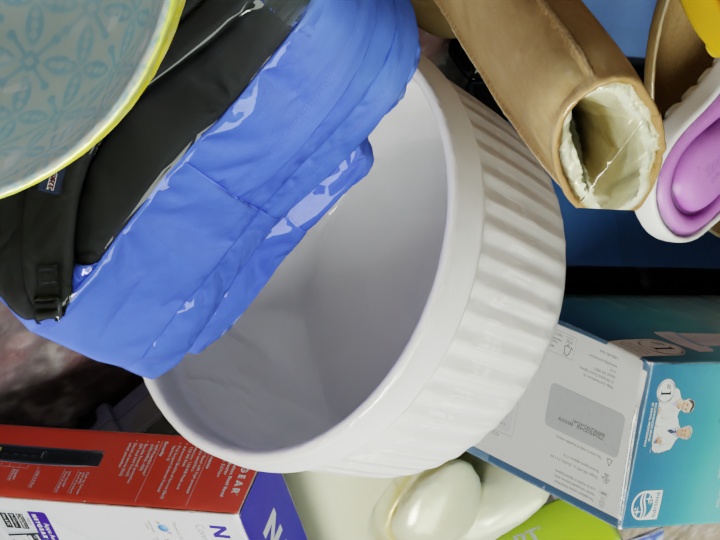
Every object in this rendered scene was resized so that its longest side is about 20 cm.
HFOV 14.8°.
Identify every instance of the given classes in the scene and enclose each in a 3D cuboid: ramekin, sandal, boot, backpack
[{"bbox_3d":[0.000,0.000,1.246,0.105,0.201,0.200,21,122,-45],"label":"ramekin"},{"bbox_3d":[0.208,-0.088,1.321,0.203,0.050,0.083,-51,130,-14],"label":"sandal"},{"bbox_3d":[0.065,-0.098,1.193,0.066,0.200,0.175,-33,148,1],"label":"boot"},{"bbox_3d":[-0.076,-0.079,1.151,0.200,0.162,0.168,-52,150,9],"label":"backpack"}]

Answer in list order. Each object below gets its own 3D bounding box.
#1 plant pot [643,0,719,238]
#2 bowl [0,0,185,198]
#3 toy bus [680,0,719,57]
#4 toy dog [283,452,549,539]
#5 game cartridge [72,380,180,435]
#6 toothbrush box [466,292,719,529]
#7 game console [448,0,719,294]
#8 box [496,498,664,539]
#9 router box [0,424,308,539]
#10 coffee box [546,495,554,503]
[{"bbox_3d":[0.208,-0.112,1.364,0.199,0.027,0.201,-14,114,-35],"label":"plant pot"},{"bbox_3d":[-0.146,-0.127,1.033,0.200,0.200,0.108,-40,177,14],"label":"bowl"},{"bbox_3d":[0.194,-0.147,1.184,0.199,0.193,0.136,3,154,32],"label":"toy bus"},{"bbox_3d":[-0.028,0.066,1.414,0.193,0.140,0.200,-36,137,6],"label":"toy dog"},{"bbox_3d":[-0.146,0.138,1.496,0.200,0.038,0.129,-40,143,14],"label":"game cartridge"},{"bbox_3d":[0.160,0.061,1.366,0.199,0.146,0.086,-1,106,-39],"label":"toothbrush box"},{"bbox_3d":[0.154,-0.088,1.357,0.199,0.119,0.171,0,137,-40],"label":"game console"},{"bbox_3d":[0.066,0.193,1.518,0.199,0.048,0.122,-21,146,-15],"label":"box"},{"bbox_3d":[-0.107,0.164,1.397,0.178,0.049,0.201,2,134,24],"label":"router box"},{"bbox_3d":[0.042,0.156,1.599,0.080,0.113,0.200,-44,145,20],"label":"coffee box"}]
